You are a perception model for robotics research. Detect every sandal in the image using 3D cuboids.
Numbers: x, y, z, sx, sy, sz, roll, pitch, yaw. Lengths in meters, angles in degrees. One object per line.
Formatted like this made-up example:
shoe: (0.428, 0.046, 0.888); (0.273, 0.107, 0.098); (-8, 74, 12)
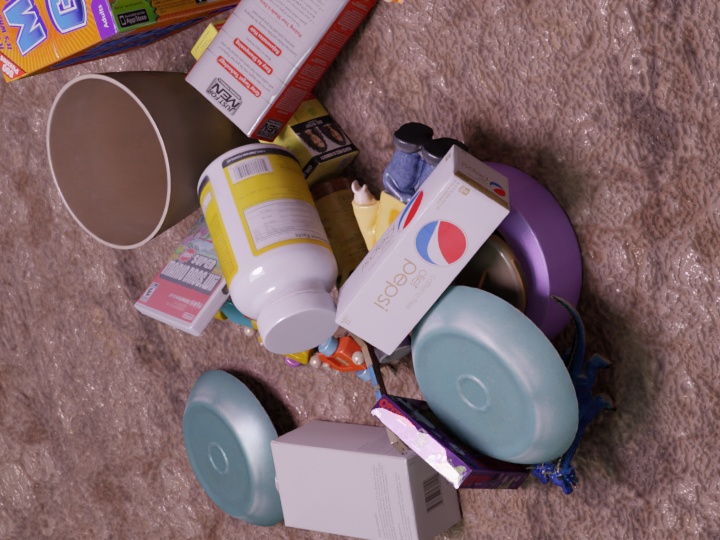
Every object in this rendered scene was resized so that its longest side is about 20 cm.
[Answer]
sandal: (0.105, 0.056, 1.590); (0.080, 0.054, 0.201); (40, 128, 22)

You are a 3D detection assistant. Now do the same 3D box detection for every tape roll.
tape roll: (0.122, -0.005, 1.634); (0.199, 0.065, 0.201); (15, 115, 35)

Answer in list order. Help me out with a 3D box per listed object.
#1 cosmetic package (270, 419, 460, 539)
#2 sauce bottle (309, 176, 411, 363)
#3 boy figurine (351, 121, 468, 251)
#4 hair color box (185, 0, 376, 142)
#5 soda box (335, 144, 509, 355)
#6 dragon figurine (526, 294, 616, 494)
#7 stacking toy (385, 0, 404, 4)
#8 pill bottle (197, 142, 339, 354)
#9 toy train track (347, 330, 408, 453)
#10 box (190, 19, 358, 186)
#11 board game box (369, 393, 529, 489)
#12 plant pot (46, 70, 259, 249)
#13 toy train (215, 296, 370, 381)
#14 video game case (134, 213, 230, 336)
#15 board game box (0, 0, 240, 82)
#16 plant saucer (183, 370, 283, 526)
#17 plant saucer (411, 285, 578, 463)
cosmetic package: (0.003, 0.235, 1.812); (0.199, 0.085, 0.108); (4, 108, 40)
sauce bottle: (0.000, 0.000, 1.711); (0.066, 0.066, 0.201); (-41, 63, 42)
boy figurine: (0.040, -0.046, 1.601); (0.124, 0.064, 0.201); (29, 121, 18)
hair color box: (-0.078, -0.242, 1.660); (0.101, 0.061, 0.200); (42, 102, 17)
soda box: (0.058, -0.018, 1.535); (0.068, 0.064, 0.200); (31, 118, -14)
dragon figurine: (0.199, 0.127, 1.577); (0.059, 0.099, 0.201); (19, 137, 31)
stacking toy: (0.064, -0.318, 1.552); (0.116, 0.109, 0.200); (56, 143, 5)
pill bottle: (-0.088, -0.021, 1.631); (0.112, 0.111, 0.201); (-49, 50, 40)
toy train track: (0.026, 0.104, 1.719); (0.032, 0.115, 0.201); (-27, 48, 11)
box: (-0.093, -0.182, 1.743); (0.200, 0.075, 0.050); (53, 129, 13)
board game box: (0.094, 0.176, 1.645); (0.120, 0.200, 0.032); (44, 99, 21)
plant pot: (-0.206, -0.141, 1.767); (0.186, 0.200, 0.189); (15, 116, 34)
toy train: (-0.076, 0.054, 1.801); (0.199, 0.056, 0.150); (33, 159, -19)
video game case: (-0.154, -0.024, 1.767); (0.017, 0.200, 0.143); (44, 165, -31)
board game box: (-0.286, -0.342, 1.757); (0.199, 0.200, 0.201); (-14, 97, 42)
plant saucer: (-0.158, 0.220, 1.942); (0.200, 0.036, 0.201); (31, 132, 42)
plant saucer: (0.118, 0.110, 1.554); (0.199, 0.036, 0.201); (29, 139, 29)
